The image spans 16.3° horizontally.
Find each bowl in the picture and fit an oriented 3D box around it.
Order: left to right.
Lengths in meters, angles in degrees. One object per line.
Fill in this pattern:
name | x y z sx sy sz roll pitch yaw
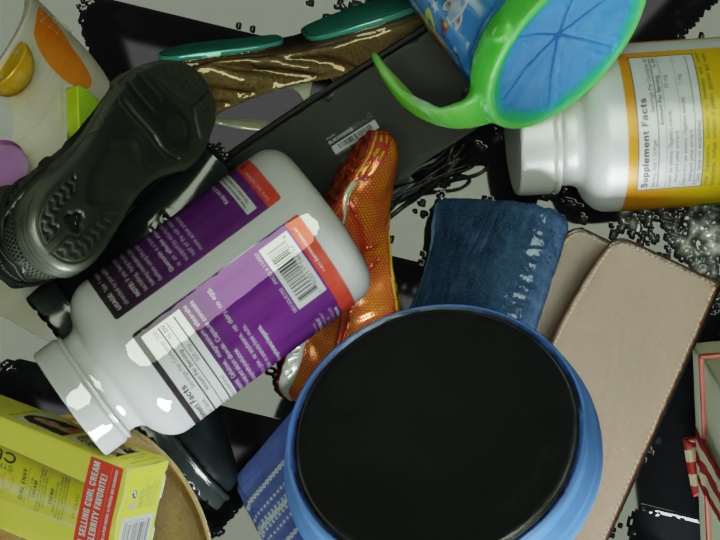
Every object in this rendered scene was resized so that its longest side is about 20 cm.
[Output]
bowl | 0.049 0.108 1.550 0.199 0.039 0.202 -5 57 8

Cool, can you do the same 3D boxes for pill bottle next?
pill bottle | -0.099 0.023 1.556 0.200 0.112 0.113 -36 90 -4
pill bottle | 0.199 -0.097 1.678 0.199 0.111 0.112 -4 87 -4

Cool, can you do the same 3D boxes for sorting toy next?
sorting toy | -0.210 -0.046 1.667 0.180 0.107 0.200 42 85 -20

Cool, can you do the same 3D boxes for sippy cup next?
sippy cup | 0.091 -0.182 1.594 0.177 0.140 0.130 -24 58 -34

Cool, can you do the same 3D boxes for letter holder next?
letter holder | 0.128 0.073 1.670 0.141 0.101 0.201 25 86 0

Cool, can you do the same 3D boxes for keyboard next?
keyboard | 0.006 -0.081 1.690 0.199 0.040 0.104 -31 98 14

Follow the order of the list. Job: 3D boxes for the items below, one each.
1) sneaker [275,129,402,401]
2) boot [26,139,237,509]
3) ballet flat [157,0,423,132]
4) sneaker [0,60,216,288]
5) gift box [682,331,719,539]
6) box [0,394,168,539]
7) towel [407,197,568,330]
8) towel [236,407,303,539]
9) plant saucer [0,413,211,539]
sneaker | 0.000 0.000 1.662 0.077 0.073 0.201 13 116 -3
boot | -0.098 0.035 1.655 0.168 0.076 0.200 -40 106 -8
ballet flat | -0.038 -0.132 1.692 0.199 0.068 0.073 -14 108 -5
sneaker | -0.175 -0.059 1.597 0.076 0.114 0.200 51 49 -19
gift box | 0.314 0.121 1.634 0.183 0.187 0.201 0 102 -2
box | -0.221 0.126 1.614 0.199 0.050 0.076 19 102 27
towel | 0.067 0.047 1.657 0.048 0.111 0.201 26 78 -33
towel | 0.002 0.161 1.612 0.145 0.024 0.200 -51 52 26
plant saucer | -0.169 0.191 1.638 0.199 0.035 0.202 2 93 29
